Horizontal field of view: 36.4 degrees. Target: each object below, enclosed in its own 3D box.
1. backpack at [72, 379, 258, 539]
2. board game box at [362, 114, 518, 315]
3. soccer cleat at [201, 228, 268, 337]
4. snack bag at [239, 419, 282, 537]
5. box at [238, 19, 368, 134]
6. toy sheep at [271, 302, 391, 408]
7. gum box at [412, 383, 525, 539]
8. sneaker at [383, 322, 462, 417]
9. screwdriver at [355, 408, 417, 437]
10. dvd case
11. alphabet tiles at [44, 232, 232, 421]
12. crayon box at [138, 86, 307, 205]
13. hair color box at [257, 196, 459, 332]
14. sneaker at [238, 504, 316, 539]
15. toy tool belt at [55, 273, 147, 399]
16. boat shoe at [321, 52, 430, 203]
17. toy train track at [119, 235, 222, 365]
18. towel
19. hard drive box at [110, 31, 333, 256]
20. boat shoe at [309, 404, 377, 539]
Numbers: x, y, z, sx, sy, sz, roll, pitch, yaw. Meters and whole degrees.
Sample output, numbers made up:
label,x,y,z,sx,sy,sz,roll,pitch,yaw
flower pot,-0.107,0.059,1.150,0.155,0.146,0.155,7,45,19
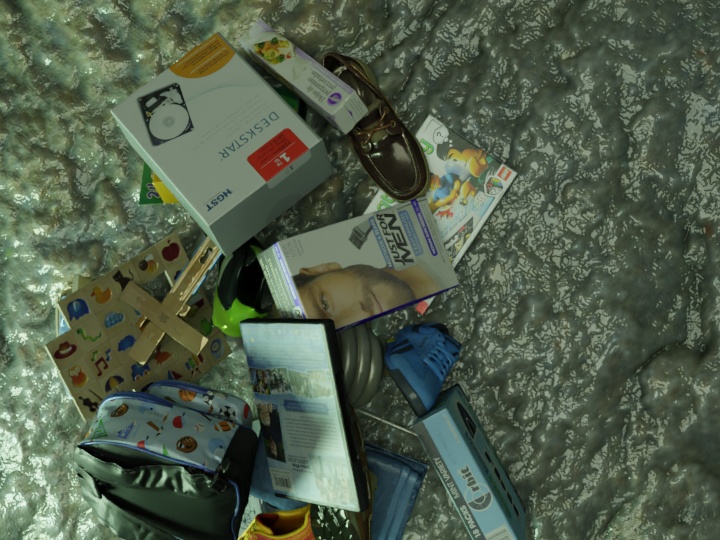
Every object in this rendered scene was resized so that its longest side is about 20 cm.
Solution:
label,x,y,z,sx,sy,sz,roll,pitch,yaw
backpack,-0.211,0.209,1.198,0.189,0.155,0.201,13,133,0
board game box,0.078,-0.065,1.286,0.126,0.035,0.201,34,95,7
soccer cleat,-0.139,-0.021,1.271,0.081,0.067,0.201,-31,57,37
snack bag,-0.120,0.276,1.323,0.199,0.021,0.190,-18,88,7
box,-0.068,-0.224,1.251,0.039,0.041,0.200,-46,53,-2
toy sheep,-0.038,0.099,1.250,0.199,0.138,0.139,8,92,-29
gum box,0.124,0.219,1.199,0.044,0.200,0.171,-29,86,8
sneaker,0.072,0.098,1.206,0.078,0.200,0.066,-28,100,7
screwdriver,-0.004,0.162,1.305,0.199,0.028,0.029,18,121,6
dvd case,-0.060,0.148,1.141,0.142,0.017,0.201,-2,101,47
alphabet tiles,-0.256,0.077,1.257,0.200,0.008,0.168,-35,113,-31
crayon box,-0.167,-0.146,1.286,0.199,0.052,0.126,-3,63,8
hair color box,0.000,0.000,1.193,0.199,0.065,0.110,-19,85,-30
sneaker,-0.118,0.317,1.263,0.199,0.073,0.077,-31,110,13
toy tool belt,-0.309,0.103,1.295,0.124,0.123,0.201,-4,90,8
boat shoe,0.011,-0.167,1.254,0.072,0.072,0.201,-30,73,15
toy train track,-0.194,0.019,1.237,0.114,0.033,0.200,36,94,10
towel,-0.031,0.244,1.281,0.199,0.049,0.112,20,101,1
hard drive box,-0.152,-0.142,1.210,0.156,0.077,0.200,-39,65,-10
boat shoe,-0.013,0.238,1.194,0.075,0.074,0.201,1,105,49
